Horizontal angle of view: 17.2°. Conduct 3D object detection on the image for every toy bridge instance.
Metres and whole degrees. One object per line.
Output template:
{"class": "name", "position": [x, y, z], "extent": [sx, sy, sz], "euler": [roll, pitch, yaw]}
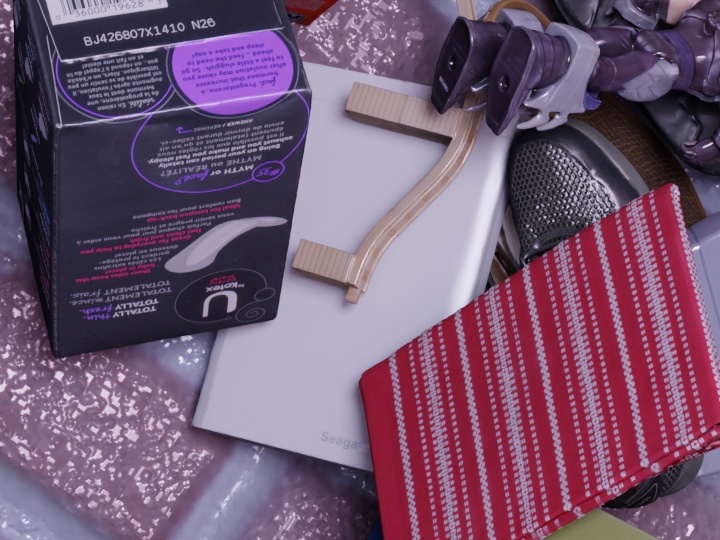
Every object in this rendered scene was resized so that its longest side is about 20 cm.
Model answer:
{"class": "toy bridge", "position": [0.026, -0.078, 1.215], "extent": [0.067, 0.027, 0.201], "euler": [15, 82, 19]}

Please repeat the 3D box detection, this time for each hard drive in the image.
{"class": "hard drive", "position": [0.000, 0.000, 1.236], "extent": [0.131, 0.026, 0.201], "euler": [12, 82, 20]}

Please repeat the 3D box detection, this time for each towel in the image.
{"class": "towel", "position": [0.081, 0.062, 1.110], "extent": [0.022, 0.200, 0.145], "euler": [31, 37, -39]}

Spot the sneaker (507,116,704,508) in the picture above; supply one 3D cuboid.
{"class": "sneaker", "position": [0.106, 0.023, 1.172], "extent": [0.076, 0.114, 0.201], "euler": [-12, 90, 30]}

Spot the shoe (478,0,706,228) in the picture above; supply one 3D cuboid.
{"class": "shoe", "position": [0.122, -0.059, 1.290], "extent": [0.200, 0.053, 0.070], "euler": [51, 45, -10]}

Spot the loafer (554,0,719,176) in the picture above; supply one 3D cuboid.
{"class": "loafer", "position": [0.153, -0.132, 1.290], "extent": [0.073, 0.072, 0.201], "euler": [-28, 74, 4]}

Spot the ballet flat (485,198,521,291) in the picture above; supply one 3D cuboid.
{"class": "ballet flat", "position": [0.106, 0.034, 1.266], "extent": [0.068, 0.068, 0.201], "euler": [-36, 95, -15]}

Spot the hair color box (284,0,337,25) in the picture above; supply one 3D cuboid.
{"class": "hair color box", "position": [-0.024, -0.192, 1.182], "extent": [0.061, 0.200, 0.102], "euler": [12, 84, -12]}

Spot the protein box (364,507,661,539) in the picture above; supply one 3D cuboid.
{"class": "protein box", "position": [0.120, 0.201, 1.156], "extent": [0.200, 0.198, 0.135], "euler": [34, 84, -36]}

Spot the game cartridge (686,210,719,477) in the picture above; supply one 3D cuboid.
{"class": "game cartridge", "position": [0.243, 0.019, 1.236], "extent": [0.199, 0.040, 0.134], "euler": [-17, 102, 3]}

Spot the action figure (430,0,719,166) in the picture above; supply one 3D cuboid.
{"class": "action figure", "position": [0.140, -0.103, 1.186], "extent": [0.199, 0.130, 0.070], "euler": [-5, 122, -28]}

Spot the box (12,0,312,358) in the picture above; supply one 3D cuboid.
{"class": "box", "position": [-0.100, -0.060, 1.147], "extent": [0.121, 0.200, 0.107], "euler": [-9, 59, -14]}
